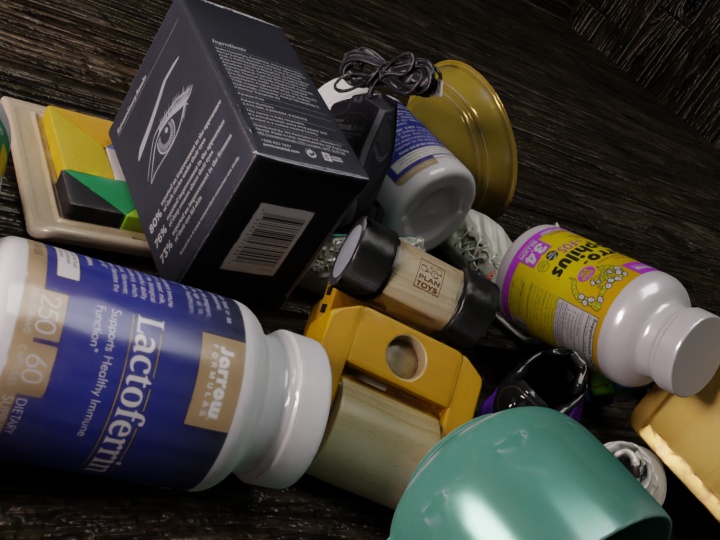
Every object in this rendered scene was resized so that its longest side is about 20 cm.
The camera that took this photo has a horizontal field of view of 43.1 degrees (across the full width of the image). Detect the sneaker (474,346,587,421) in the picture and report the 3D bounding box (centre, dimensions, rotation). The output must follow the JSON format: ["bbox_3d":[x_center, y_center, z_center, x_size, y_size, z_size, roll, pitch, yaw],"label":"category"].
[{"bbox_3d":[0.166,0.106,0.788,0.070,0.100,0.200,43,28,17],"label":"sneaker"}]

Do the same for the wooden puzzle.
[{"bbox_3d":[-0.199,-0.078,0.772,0.184,0.037,0.201,10,33,-38],"label":"wooden puzzle"}]

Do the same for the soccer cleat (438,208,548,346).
[{"bbox_3d":[0.143,0.001,0.987,0.200,0.070,0.077,49,28,24],"label":"soccer cleat"}]

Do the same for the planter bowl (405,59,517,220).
[{"bbox_3d":[0.092,-0.141,1.087,0.083,0.202,0.201,-21,53,-26],"label":"planter bowl"}]

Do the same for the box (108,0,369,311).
[{"bbox_3d":[-0.103,-0.092,0.712,0.104,0.148,0.201,8,42,-39],"label":"box"}]

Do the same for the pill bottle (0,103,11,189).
[{"bbox_3d":[-0.251,-0.009,0.459,0.112,0.113,0.202,18,51,-26],"label":"pill bottle"}]

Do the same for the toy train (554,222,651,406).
[{"bbox_3d":[0.255,0.028,0.921,0.084,0.115,0.202,9,68,-40],"label":"toy train"}]

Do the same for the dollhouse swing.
[{"bbox_3d":[0.376,0.153,0.807,0.200,0.176,0.181,50,13,34],"label":"dollhouse swing"}]

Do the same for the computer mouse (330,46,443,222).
[{"bbox_3d":[0.002,-0.120,0.914,0.138,0.202,0.053,23,-4,44],"label":"computer mouse"}]

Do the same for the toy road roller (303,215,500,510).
[{"bbox_3d":[0.009,0.073,0.684,0.122,0.146,0.202,25,64,-14],"label":"toy road roller"}]

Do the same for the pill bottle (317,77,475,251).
[{"bbox_3d":[0.023,-0.122,1.003,0.119,0.120,0.200,2,40,-46],"label":"pill bottle"}]

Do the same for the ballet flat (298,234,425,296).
[{"bbox_3d":[0.000,0.000,0.836,0.199,0.072,0.072,-4,43,-48],"label":"ballet flat"}]

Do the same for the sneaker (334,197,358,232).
[{"bbox_3d":[-0.057,-0.079,0.835,0.087,0.076,0.199,15,6,-46],"label":"sneaker"}]

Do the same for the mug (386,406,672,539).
[{"bbox_3d":[0.082,0.158,0.545,0.184,0.153,0.115,5,34,-43],"label":"mug"}]

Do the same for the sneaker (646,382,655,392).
[{"bbox_3d":[0.322,0.100,1.013,0.084,0.075,0.200,31,16,-6],"label":"sneaker"}]

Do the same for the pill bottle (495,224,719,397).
[{"bbox_3d":[0.221,0.036,0.816,0.104,0.105,0.200,9,15,-39],"label":"pill bottle"}]

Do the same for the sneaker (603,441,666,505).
[{"bbox_3d":[0.215,0.176,0.750,0.075,0.081,0.199,43,26,26],"label":"sneaker"}]

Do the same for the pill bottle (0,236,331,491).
[{"bbox_3d":[-0.123,0.062,0.522,0.198,0.116,0.116,17,29,-28],"label":"pill bottle"}]
